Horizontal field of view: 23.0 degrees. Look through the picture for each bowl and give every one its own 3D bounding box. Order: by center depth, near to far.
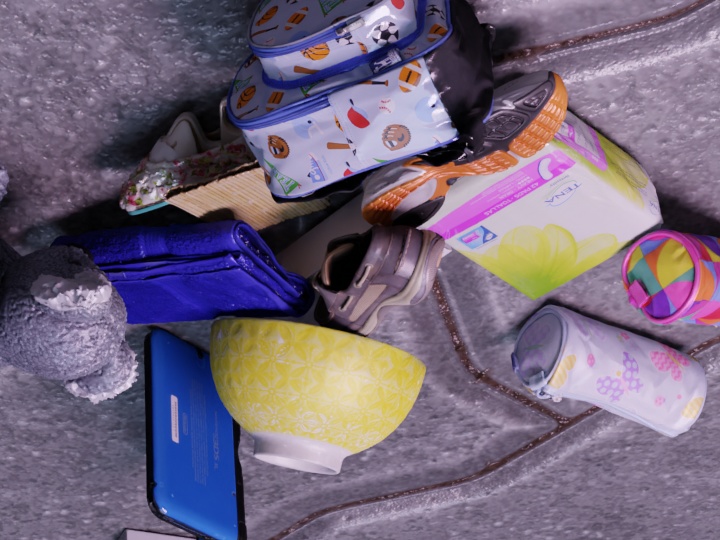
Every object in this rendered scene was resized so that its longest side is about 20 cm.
[{"bbox_3d":[-0.046,0.119,1.570,0.198,0.109,0.200,10,167,2],"label":"bowl"}]

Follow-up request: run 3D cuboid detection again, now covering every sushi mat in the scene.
[{"bbox_3d":[-0.089,-0.060,1.456,0.095,0.012,0.200,-17,169,10],"label":"sushi mat"}]

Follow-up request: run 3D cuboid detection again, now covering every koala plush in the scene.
[{"bbox_3d":[-0.277,0.031,1.428,0.198,0.185,0.178,17,147,11],"label":"koala plush"}]

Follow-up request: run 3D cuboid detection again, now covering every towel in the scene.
[{"bbox_3d":[-0.155,0.011,1.528,0.198,0.050,0.148,-3,152,28],"label":"towel"}]

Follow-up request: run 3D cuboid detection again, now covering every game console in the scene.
[{"bbox_3d":[-0.173,0.188,1.684,0.118,0.202,0.170,-31,137,28],"label":"game console"}]

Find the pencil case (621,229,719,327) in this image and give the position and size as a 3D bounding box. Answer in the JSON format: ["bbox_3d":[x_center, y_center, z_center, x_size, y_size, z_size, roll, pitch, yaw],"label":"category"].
[{"bbox_3d":[0.308,0.013,1.585,0.088,0.089,0.199,-31,157,29],"label":"pencil case"}]

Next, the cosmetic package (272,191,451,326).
[{"bbox_3d":[-0.019,-0.002,1.584,0.199,0.051,0.082,-34,136,31],"label":"cosmetic package"}]

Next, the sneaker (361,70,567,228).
[{"bbox_3d":[0.073,-0.117,1.413,0.199,0.093,0.075,-30,144,26],"label":"sneaker"}]

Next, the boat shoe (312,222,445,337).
[{"bbox_3d":[0.000,0.000,1.473,0.073,0.075,0.200,24,154,-16],"label":"boat shoe"}]

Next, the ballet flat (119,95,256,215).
[{"bbox_3d":[-0.112,-0.107,1.434,0.198,0.076,0.064,-19,111,8],"label":"ballet flat"}]

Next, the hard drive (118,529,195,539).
[{"bbox_3d":[-0.197,0.351,2.039,0.198,0.027,0.132,11,139,-24],"label":"hard drive"}]

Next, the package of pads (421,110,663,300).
[{"bbox_3d":[0.150,-0.065,1.512,0.154,0.069,0.199,-30,141,28],"label":"package of pads"}]

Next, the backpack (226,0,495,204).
[{"bbox_3d":[-0.006,-0.142,1.295,0.189,0.200,0.155,-29,109,18],"label":"backpack"}]

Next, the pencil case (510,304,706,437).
[{"bbox_3d":[0.245,0.100,1.729,0.198,0.092,0.083,18,136,-30],"label":"pencil case"}]
